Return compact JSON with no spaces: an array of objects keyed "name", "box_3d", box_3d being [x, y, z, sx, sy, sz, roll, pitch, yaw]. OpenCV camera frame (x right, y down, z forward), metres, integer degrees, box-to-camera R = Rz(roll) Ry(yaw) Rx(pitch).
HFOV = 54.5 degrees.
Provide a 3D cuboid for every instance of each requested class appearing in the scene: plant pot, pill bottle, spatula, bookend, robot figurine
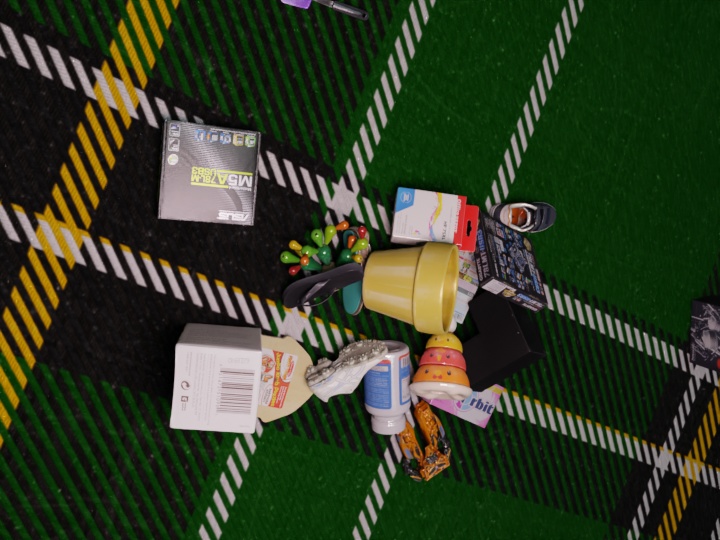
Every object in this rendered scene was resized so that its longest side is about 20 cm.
[{"name":"plant pot","box_3d":[0.110,0.030,1.546,0.186,0.201,0.204,8,99,17]},{"name":"pill bottle","box_3d":[0.062,0.275,1.641,0.111,0.112,0.203,-6,102,-23]},{"name":"spatula","box_3d":[-0.070,-0.565,1.471,0.198,0.021,0.057,8,109,-28]},{"name":"bookend","box_3d":[0.308,0.157,1.676,0.199,0.200,0.092,-37,148,28]},{"name":"robot figurine","box_3d":[0.158,0.435,1.744,0.144,0.058,0.202,-30,110,-16]}]

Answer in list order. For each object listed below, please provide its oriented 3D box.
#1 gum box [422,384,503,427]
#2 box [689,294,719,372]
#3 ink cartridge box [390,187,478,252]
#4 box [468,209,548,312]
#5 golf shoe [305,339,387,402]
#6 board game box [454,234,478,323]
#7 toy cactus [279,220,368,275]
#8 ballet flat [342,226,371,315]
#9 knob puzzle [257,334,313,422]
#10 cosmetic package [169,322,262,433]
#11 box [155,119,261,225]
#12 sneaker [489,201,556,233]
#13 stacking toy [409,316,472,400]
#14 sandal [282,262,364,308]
[{"name":"gum box","box_3d":[0.249,0.302,1.756,0.199,0.066,0.115,27,89,-26]},{"name":"box","box_3d":[1.078,0.193,2.051,0.103,0.182,0.203,-8,103,-22]},{"name":"ink cartridge box","box_3d":[0.173,-0.113,1.588,0.197,0.067,0.118,7,80,-1]},{"name":"box","box_3d":[0.348,-0.021,1.655,0.197,0.050,0.202,24,46,-34]},{"name":"golf shoe","box_3d":[-0.022,0.227,1.571,0.198,0.079,0.098,-24,121,7]},{"name":"board game box","box_3d":[0.215,0.006,1.688,0.146,0.064,0.202,25,90,-27]},{"name":"toy cactus","box_3d":[-0.070,-0.019,1.527,0.198,0.103,0.166,-18,131,0]},{"name":"ballet flat","box_3d":[0.000,0.000,1.590,0.067,0.068,0.203,-11,107,-47]},{"name":"knob puzzle","box_3d":[-0.189,0.240,1.564,0.217,0.030,0.223,-4,101,-24]},{"name":"cosmetic package","box_3d":[-0.285,0.209,1.402,0.163,0.200,0.167,6,96,-10]},{"name":"box","box_3d":[-0.308,-0.195,1.419,0.198,0.047,0.196,4,96,-24]},{"name":"sneaker","box_3d":[0.424,-0.132,1.750,0.198,0.079,0.080,-3,100,-25]},{"name":"stacking toy","box_3d":[0.190,0.194,1.627,0.145,0.146,0.203,14,69,-26]},{"name":"sandal","box_3d":[-0.085,0.040,1.508,0.198,0.043,0.076,-24,148,19]}]
